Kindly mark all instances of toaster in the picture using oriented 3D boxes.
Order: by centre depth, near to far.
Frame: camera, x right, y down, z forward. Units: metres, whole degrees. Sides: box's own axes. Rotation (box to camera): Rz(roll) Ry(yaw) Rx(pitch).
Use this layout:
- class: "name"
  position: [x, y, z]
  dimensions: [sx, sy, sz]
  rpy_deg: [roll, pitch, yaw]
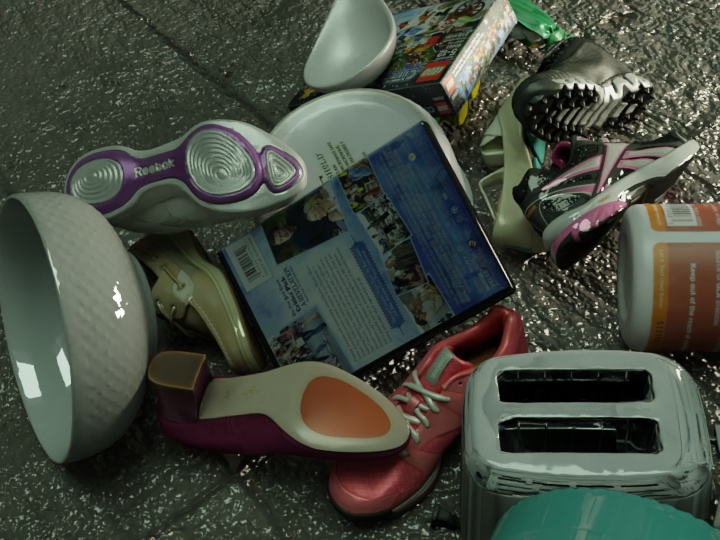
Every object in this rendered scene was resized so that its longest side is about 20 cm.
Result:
- class: "toaster"
  position: [0.137, 0.126, 0.627]
  dimensions: [0.197, 0.130, 0.115]
  rpy_deg: [0, 48, 8]

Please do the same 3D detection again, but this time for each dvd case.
- class: "dvd case"
  position: [0.000, 0.000, 0.725]
  dimensions: [0.199, 0.018, 0.144]
  rpy_deg: [-30, 84, 18]

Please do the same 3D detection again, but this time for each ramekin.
- class: "ramekin"
  position: [-0.003, -0.067, 0.820]
  dimensions: [0.199, 0.095, 0.205]
  rpy_deg: [-5, 56, 8]

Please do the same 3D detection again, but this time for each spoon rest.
- class: "spoon rest"
  position: [-0.001, -0.237, 0.915]
  dimensions: [0.098, 0.061, 0.201]
  rpy_deg: [-17, 37, 28]

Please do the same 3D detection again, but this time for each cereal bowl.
- class: "cereal bowl"
  position: [-0.210, 0.038, 0.723]
  dimensions: [0.082, 0.202, 0.200]
  rpy_deg: [-11, 44, -33]

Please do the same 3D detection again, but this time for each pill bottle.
- class: "pill bottle"
  position: [0.299, 0.006, 0.717]
  dimensions: [0.197, 0.113, 0.113]
  rpy_deg: [1, 49, 9]

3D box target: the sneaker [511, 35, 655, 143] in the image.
- class: "sneaker"
  position: [0.185, -0.170, 0.866]
  dimensions: [0.199, 0.067, 0.091]
  rpy_deg: [-14, 57, -45]

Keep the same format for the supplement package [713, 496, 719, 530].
- class: "supplement package"
  position: [0.311, 0.088, 0.565]
  dimensions: [0.117, 0.117, 0.201]
  rpy_deg: [35, 60, -13]

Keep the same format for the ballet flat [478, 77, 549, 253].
- class: "ballet flat"
  position: [0.138, -0.098, 0.866]
  dimensions: [0.068, 0.070, 0.202]
  rpy_deg: [-2, 50, 7]

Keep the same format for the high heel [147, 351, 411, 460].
- class: "high heel"
  position: [-0.057, 0.112, 0.694]
  dimensions: [0.198, 0.097, 0.068]
  rpy_deg: [15, 53, 17]

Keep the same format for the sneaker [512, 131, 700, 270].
- class: "sneaker"
  position: [0.205, -0.084, 0.796]
  dimensions: [0.199, 0.081, 0.087]
  rpy_deg: [-27, 68, -39]

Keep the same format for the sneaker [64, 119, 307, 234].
- class: "sneaker"
  position: [-0.134, -0.071, 0.775]
  dimensions: [0.197, 0.100, 0.076]
  rpy_deg: [-3, 79, 14]

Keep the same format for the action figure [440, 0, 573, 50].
- class: "action figure"
  position: [0.136, -0.273, 1.007]
  dimensions: [0.198, 0.055, 0.118]
  rpy_deg: [28, 27, 14]

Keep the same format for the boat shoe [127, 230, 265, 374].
- class: "boat shoe"
  position: [-0.140, 0.026, 0.796]
  dimensions: [0.064, 0.073, 0.200]
  rpy_deg: [-30, 46, -11]

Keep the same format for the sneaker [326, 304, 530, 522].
- class: "sneaker"
  position: [0.048, 0.094, 0.695]
  dimensions: [0.200, 0.087, 0.074]
  rpy_deg: [-39, 54, -22]

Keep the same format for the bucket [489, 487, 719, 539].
- class: "bucket"
  position: [0.130, 0.226, 0.500]
  dimensions: [0.205, 0.209, 0.135]
  rpy_deg: [16, 45, 21]

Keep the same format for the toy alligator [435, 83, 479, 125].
- class: "toy alligator"
  position: [0.071, -0.167, 0.937]
  dimensions: [0.059, 0.055, 0.201]
  rpy_deg: [13, 53, 20]

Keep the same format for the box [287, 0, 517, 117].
- class: "box"
  position: [0.038, -0.200, 0.923]
  dimensions: [0.198, 0.038, 0.137]
  rpy_deg: [1, 47, 43]
